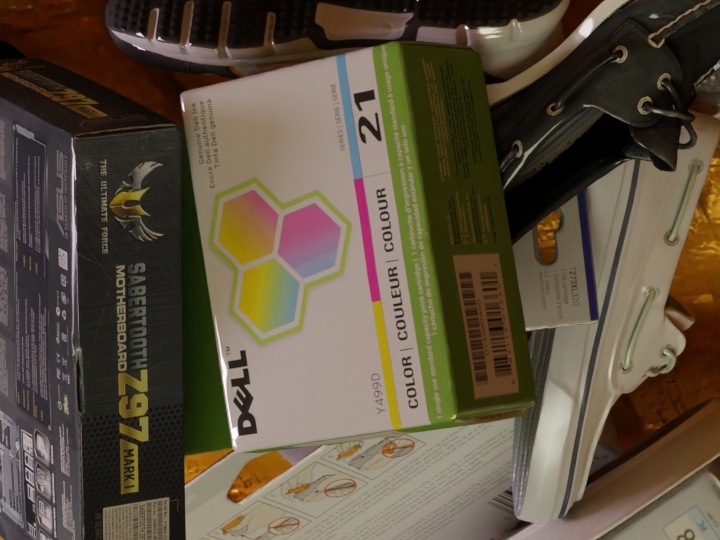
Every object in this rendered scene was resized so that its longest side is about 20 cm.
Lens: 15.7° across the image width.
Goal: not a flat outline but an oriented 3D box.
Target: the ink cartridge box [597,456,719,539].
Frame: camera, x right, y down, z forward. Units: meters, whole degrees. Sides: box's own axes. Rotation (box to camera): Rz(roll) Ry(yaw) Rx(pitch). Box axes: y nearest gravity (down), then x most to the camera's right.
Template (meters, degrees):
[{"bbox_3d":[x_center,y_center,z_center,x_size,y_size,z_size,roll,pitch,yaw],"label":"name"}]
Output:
[{"bbox_3d":[0.103,0.162,1.262,0.200,0.160,0.047,-37,85,8],"label":"ink cartridge box"}]

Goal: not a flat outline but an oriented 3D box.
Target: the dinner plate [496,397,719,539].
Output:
[{"bbox_3d":[0.120,0.106,1.242,0.024,0.200,0.200,55,136,4],"label":"dinner plate"}]

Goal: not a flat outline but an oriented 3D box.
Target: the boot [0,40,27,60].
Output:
[{"bbox_3d":[-0.241,-0.114,1.135,0.211,0.079,0.158,6,142,10],"label":"boot"}]

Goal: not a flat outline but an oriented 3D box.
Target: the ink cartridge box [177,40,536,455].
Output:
[{"bbox_3d":[-0.043,0.001,1.047,0.200,0.148,0.076,-11,176,28],"label":"ink cartridge box"}]

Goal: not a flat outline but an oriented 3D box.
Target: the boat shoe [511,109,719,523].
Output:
[{"bbox_3d":[0.114,0.022,1.144,0.067,0.074,0.200,9,109,-6],"label":"boat shoe"}]

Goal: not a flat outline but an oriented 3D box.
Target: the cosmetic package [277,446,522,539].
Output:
[{"bbox_3d":[0.005,0.079,1.326,0.082,0.051,0.200,-18,132,35],"label":"cosmetic package"}]

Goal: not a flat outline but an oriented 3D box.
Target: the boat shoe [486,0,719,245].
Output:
[{"bbox_3d":[0.102,-0.062,1.052,0.199,0.066,0.075,-30,154,9],"label":"boat shoe"}]

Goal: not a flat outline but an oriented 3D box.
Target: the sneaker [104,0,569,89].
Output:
[{"bbox_3d":[-0.010,-0.094,1.096,0.200,0.074,0.080,4,143,13],"label":"sneaker"}]

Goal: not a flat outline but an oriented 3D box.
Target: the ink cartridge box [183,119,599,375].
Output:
[{"bbox_3d":[0.001,-0.009,1.124,0.200,0.095,0.037,-7,169,11],"label":"ink cartridge box"}]

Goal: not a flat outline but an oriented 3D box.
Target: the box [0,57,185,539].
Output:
[{"bbox_3d":[-0.125,0.022,1.087,0.051,0.158,0.200,-7,106,-28],"label":"box"}]

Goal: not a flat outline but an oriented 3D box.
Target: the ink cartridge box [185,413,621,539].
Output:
[{"bbox_3d":[-0.005,0.097,1.244,0.200,0.044,0.174,-36,138,26],"label":"ink cartridge box"}]
